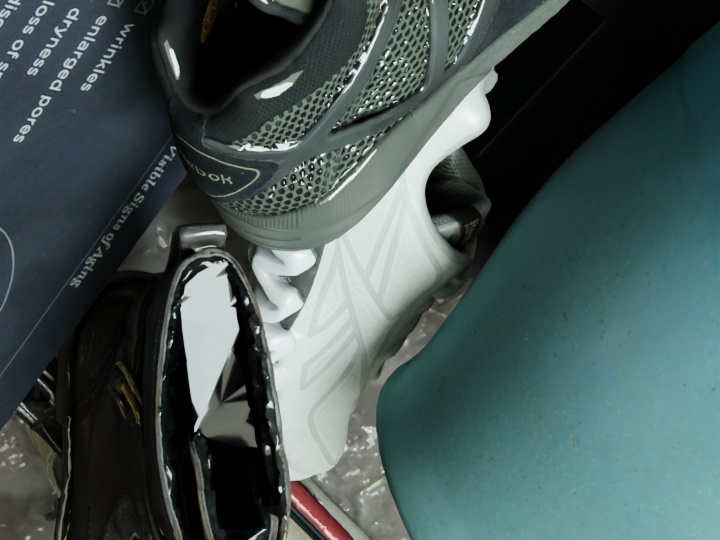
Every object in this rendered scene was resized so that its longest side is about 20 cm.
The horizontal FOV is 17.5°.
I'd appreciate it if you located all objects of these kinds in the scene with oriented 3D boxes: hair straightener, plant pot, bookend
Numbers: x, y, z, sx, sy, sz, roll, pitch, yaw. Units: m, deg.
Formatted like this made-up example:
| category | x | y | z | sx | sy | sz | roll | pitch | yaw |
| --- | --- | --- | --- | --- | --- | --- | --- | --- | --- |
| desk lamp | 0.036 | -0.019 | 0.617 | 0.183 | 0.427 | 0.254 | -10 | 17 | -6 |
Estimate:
| category | x | y | z | sx | sy | sz | roll | pitch | yaw |
| --- | --- | --- | --- | --- | --- | --- | --- | --- | --- |
| hair straightener | -0.088 | 0.061 | 0.844 | 0.077 | 0.041 | 0.200 | -44 | 106 | -10 |
| plant pot | 0.115 | 0.040 | 0.752 | 0.188 | 0.201 | 0.200 | -36 | 127 | 22 |
| bookend | 0.073 | -0.106 | 0.811 | 0.198 | 0.092 | 0.200 | 33 | 111 | -28 |

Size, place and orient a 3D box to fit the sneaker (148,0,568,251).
| category | x | y | z | sx | sy | sz | roll | pitch | yaw |
| --- | --- | --- | --- | --- | --- | --- | --- | --- | --- |
| sneaker | 0.014 | -0.106 | 0.652 | 0.200 | 0.076 | 0.114 | -49 | 155 | -7 |

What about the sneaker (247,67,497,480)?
| category | x | y | z | sx | sy | sz | roll | pitch | yaw |
| --- | --- | --- | --- | --- | --- | --- | --- | --- | --- |
| sneaker | 0.000 | 0.000 | 0.791 | 0.081 | 0.075 | 0.201 | 6 | 134 | -1 |

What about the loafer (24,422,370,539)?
| category | x | y | z | sx | sy | sz | roll | pitch | yaw |
| --- | --- | --- | --- | --- | --- | --- | --- | --- | --- |
| loafer | -0.049 | 0.102 | 0.917 | 0.076 | 0.068 | 0.200 | -42 | 124 | 11 |

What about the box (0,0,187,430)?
| category | x | y | z | sx | sy | sz | roll | pitch | yaw |
| --- | --- | --- | --- | --- | --- | --- | --- | --- | --- |
| box | -0.156 | -0.052 | 0.683 | 0.200 | 0.124 | 0.196 | -52 | 151 | 17 |

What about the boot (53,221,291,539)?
| category | x | y | z | sx | sy | sz | roll | pitch | yaw |
| --- | --- | --- | --- | --- | --- | --- | --- | --- | --- |
| boot | -0.058 | 0.085 | 0.748 | 0.069 | 0.174 | 0.201 | -9 | 94 | -15 |
